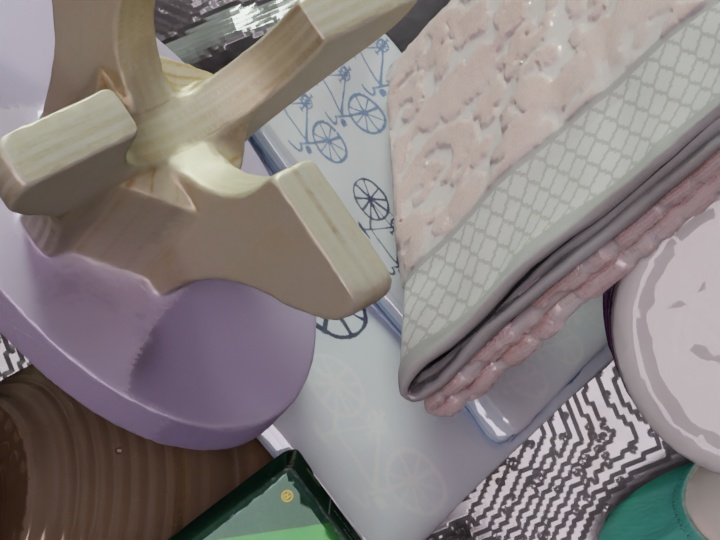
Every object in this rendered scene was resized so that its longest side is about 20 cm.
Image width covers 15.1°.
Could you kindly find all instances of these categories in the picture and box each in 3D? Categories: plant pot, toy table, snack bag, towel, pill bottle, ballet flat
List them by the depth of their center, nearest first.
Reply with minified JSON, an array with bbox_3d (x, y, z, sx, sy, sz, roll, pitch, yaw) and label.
[{"bbox_3d":[-0.073,-0.045,0.942,0.200,0.117,0.184,46,51,1],"label":"toy table"},{"bbox_3d":[0.077,-0.069,0.985,0.032,0.191,0.200,28,129,-26],"label":"towel"},{"bbox_3d":[0.147,0.014,1.023,0.112,0.200,0.113,0,93,3],"label":"pill bottle"},{"bbox_3d":[-0.119,0.108,1.039,0.093,0.201,0.201,21,95,-36],"label":"plant pot"},{"bbox_3d":[0.000,0.000,1.053,0.189,0.200,0.021,51,134,0],"label":"snack bag"},{"bbox_3d":[0.190,0.090,1.082,0.199,0.070,0.068,-5,55,-1],"label":"ballet flat"}]

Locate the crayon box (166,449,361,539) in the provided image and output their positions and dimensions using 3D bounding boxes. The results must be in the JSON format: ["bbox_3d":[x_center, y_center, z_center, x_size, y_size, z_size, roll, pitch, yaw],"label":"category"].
[{"bbox_3d":[-0.066,0.173,0.948,0.200,0.052,0.126,-37,93,3],"label":"crayon box"}]
